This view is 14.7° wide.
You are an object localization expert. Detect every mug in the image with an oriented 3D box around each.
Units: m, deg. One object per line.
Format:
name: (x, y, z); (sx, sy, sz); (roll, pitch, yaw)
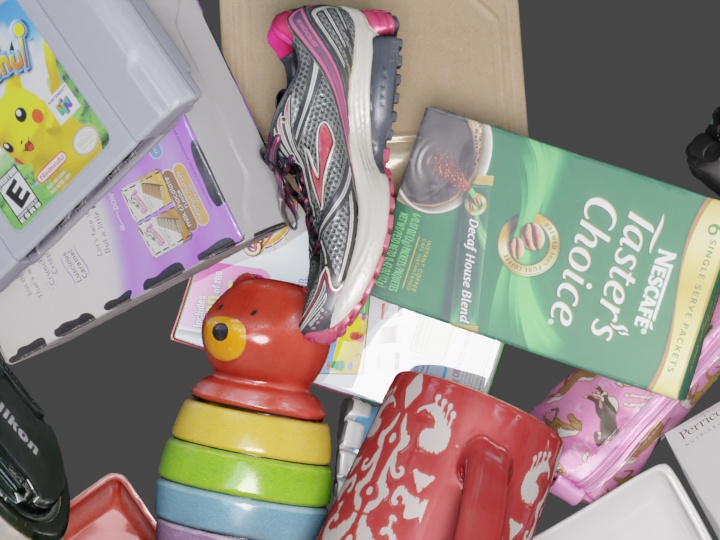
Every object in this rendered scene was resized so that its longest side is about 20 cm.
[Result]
mug: (0.047, 0.173, 1.592); (0.133, 0.177, 0.201); (34, 74, -38)

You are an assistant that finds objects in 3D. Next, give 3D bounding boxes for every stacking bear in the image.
stacking bear: (-0.068, 0.103, 1.665); (0.121, 0.113, 0.201); (11, 90, 44)

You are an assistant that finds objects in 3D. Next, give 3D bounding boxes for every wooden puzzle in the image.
wooden puzzle: (0.006, -0.144, 1.713); (0.184, 0.037, 0.201); (-2, 79, -2)

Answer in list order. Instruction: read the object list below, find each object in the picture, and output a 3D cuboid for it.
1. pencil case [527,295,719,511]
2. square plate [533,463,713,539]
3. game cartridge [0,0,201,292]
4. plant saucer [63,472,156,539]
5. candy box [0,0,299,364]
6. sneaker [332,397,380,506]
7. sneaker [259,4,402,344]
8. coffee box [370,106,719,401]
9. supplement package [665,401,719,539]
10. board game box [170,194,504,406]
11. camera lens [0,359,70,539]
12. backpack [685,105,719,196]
pencil case: (0.181, 0.056, 1.690); (0.200, 0.086, 0.083); (-48, 67, 5)
square plate: (0.166, 0.237, 1.682); (0.200, 0.028, 0.199); (-33, 87, 36)
game cartridge: (-0.193, -0.094, 1.631); (0.200, 0.040, 0.134); (-42, 75, 30)
plant saucer: (-0.172, 0.260, 1.739); (0.199, 0.037, 0.200); (-35, 87, 4)
candy box: (-0.161, -0.061, 1.683); (0.199, 0.071, 0.169); (-26, 88, 32)
sneaker: (0.020, 0.181, 1.700); (0.086, 0.075, 0.201); (6, 102, -2)
sneaker: (-0.022, -0.055, 1.630); (0.074, 0.081, 0.201); (5, 75, -13)
coffee box: (0.115, -0.011, 1.640); (0.199, 0.044, 0.124); (20, 90, 12)
supplement package: (0.312, 0.149, 1.602); (0.191, 0.200, 0.147); (-31, 124, 2)
board game box: (0.000, 0.000, 1.727); (0.199, 0.040, 0.154); (18, 91, 4)
camera lens: (-0.287, 0.140, 1.677); (0.199, 0.160, 0.161); (-30, 88, 14)
backpack: (0.302, -0.105, 1.666); (0.166, 0.127, 0.201); (35, 91, -8)
